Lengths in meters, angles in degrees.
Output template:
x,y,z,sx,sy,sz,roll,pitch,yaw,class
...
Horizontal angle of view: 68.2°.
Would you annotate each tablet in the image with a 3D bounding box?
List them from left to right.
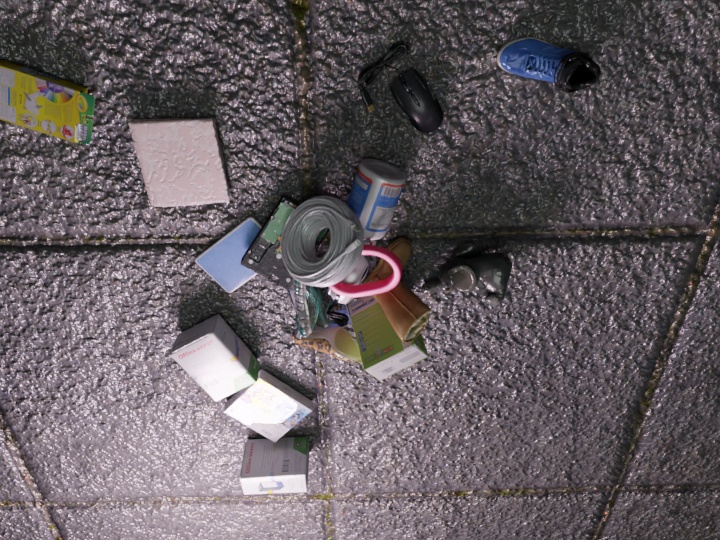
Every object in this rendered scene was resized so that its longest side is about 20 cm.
x,y,z,sx,sy,sz,roll,pitch,yaw,class
-0.301,-0.036,1.329,0.199,0.014,0.130,-33,117,18,tablet

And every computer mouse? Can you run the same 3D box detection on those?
x,y,z,sx,sy,sz,roll,pitch,yaw,class
-0.049,0.046,1.333,0.109,0.044,0.201,29,110,4,computer mouse
0.084,-0.358,1.122,0.139,0.046,0.201,-28,118,13,computer mouse

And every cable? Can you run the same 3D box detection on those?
x,y,z,sx,sy,sz,roll,pitch,yaw,class
-0.087,-0.065,1.179,0.200,0.201,0.069,-47,149,19,cable

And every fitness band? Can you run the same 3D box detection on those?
x,y,z,sx,sy,sz,roll,pitch,yaw,class
0.000,0.000,1.236,0.198,0.038,0.144,-11,127,25,fitness band

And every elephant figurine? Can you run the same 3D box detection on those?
x,y,z,sx,sy,sz,roll,pitch,yaw,class
0.261,0.007,1.313,0.198,0.141,0.157,15,92,7,elephant figurine

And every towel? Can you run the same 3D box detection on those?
x,y,z,sx,sy,sz,roll,pitch,yaw,class
-0.400,-0.242,1.190,0.189,0.032,0.202,-3,122,-1,towel

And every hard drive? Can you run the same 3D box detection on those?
x,y,z,sx,sy,sz,roll,pitch,yaw,class
-0.181,-0.065,1.287,0.139,0.038,0.201,30,110,-19,hard drive

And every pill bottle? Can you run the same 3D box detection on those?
x,y,z,sx,sy,sz,roll,pitch,yaw,class
0.021,-0.141,1.216,0.111,0.113,0.201,15,120,-11,pill bottle

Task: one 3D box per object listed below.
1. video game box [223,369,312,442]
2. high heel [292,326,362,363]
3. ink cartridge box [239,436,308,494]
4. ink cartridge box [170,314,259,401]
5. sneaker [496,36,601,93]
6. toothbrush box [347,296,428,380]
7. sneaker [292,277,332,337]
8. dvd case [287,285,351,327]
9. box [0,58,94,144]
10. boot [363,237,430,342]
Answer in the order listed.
x,y,z,sx,sy,sz,roll,pitch,yaw,class
-0.274,0.405,1.581,0.199,0.047,0.182,38,115,-22,video game box
-0.086,0.200,1.399,0.199,0.072,0.143,35,144,1,high heel
-0.261,0.600,1.642,0.197,0.146,0.088,-2,124,-2,ink cartridge box
-0.390,0.238,1.443,0.144,0.088,0.201,-27,120,14,ink cartridge box
0.379,-0.410,1.060,0.197,0.112,0.077,9,121,-7,sneaker
0.066,0.148,1.334,0.145,0.201,0.086,-30,140,15,toothbrush box
-0.114,0.059,1.298,0.090,0.078,0.202,-9,109,-22,sneaker
-0.113,0.071,1.397,0.141,0.018,0.202,-10,122,5,dvd case
-0.655,-0.348,1.109,0.198,0.049,0.118,18,119,-9,box
0.108,0.043,1.270,0.066,0.200,0.176,19,112,-42,boot
